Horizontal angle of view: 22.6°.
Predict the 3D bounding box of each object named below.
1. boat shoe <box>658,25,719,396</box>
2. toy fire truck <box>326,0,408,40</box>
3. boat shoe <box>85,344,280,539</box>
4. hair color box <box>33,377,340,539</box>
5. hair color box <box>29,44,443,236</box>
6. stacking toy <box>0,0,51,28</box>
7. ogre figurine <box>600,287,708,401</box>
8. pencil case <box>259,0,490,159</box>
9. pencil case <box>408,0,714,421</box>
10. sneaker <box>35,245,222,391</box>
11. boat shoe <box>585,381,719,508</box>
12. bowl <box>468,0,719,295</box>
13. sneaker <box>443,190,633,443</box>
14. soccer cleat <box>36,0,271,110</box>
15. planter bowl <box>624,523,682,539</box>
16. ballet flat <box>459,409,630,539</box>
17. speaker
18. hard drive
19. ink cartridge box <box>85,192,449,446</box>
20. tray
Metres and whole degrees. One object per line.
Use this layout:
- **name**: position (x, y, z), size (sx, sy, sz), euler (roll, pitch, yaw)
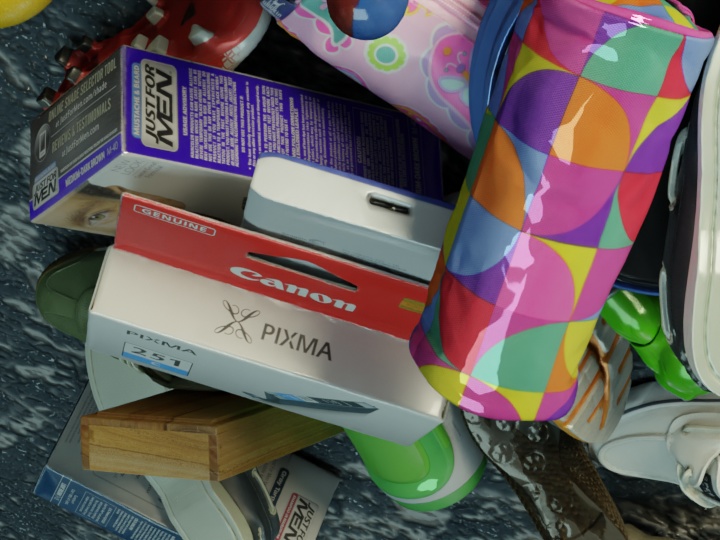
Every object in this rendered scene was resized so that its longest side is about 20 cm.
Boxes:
- **boat shoe**: position (0.167, -0.047, 0.780), size (0.075, 0.202, 0.060), euler (12, -174, -12)
- **toy fire truck**: position (0.031, -0.183, 0.726), size (0.111, 0.169, 0.200), euler (26, 144, -5)
- **boat shoe**: position (-0.120, 0.110, 1.248), size (0.075, 0.062, 0.201), euler (-36, 86, 37)
- **hair color box**: position (-0.125, 0.156, 1.307), size (0.199, 0.101, 0.061), euler (28, 148, -5)
- **hair color box**: position (-0.065, -0.053, 0.961), size (0.198, 0.066, 0.109), euler (11, 157, -33)
- **stacking toy**: position (-0.202, -0.174, 0.938), size (0.197, 0.147, 0.147), euler (-2, 141, 2)
- **ogre figurine**: position (0.205, 0.009, 0.945), size (0.198, 0.098, 0.121), euler (-21, 111, 21)
- **pencil case**: position (0.053, -0.108, 0.881), size (0.199, 0.088, 0.087), euler (33, 143, -14)
- **pencil case**: position (0.084, -0.031, 0.778), size (0.088, 0.088, 0.202), euler (20, 114, 4)
- **sneaker**: position (-0.128, 0.033, 1.146), size (0.198, 0.090, 0.068), euler (9, 111, 14)
- **boat shoe**: position (0.220, 0.111, 1.085), size (0.198, 0.066, 0.072), euler (-4, 137, 34)
- **bowl**: position (0.148, -0.078, 0.825), size (0.198, 0.039, 0.203), euler (2, 117, 3)
- **sneaker**: position (0.088, 0.027, 1.056), size (0.077, 0.079, 0.200), euler (-4, 134, 52)
- **soccer cleat**: position (-0.099, -0.107, 0.991), size (0.085, 0.069, 0.199), euler (34, 147, -30)
- **planter bowl**: position (0.188, 0.258, 1.208), size (0.135, 0.200, 0.201), euler (42, 149, 19)
- **ballet flat**: position (0.115, 0.112, 1.133), size (0.067, 0.046, 0.201), euler (-28, 106, 9)
- **speaker**: position (0.014, 0.063, 1.124), size (0.088, 0.089, 0.201), euler (0, 138, 29)
- **hard drive**: position (0.000, 0.000, 0.933), size (0.131, 0.026, 0.200), euler (16, 162, -3)
- **ink cartridge box**: position (-0.044, 0.032, 0.951), size (0.198, 0.045, 0.176), euler (17, 163, -5)
- **tray**: position (-0.079, 0.093, 1.142), size (0.098, 0.199, 0.038), euler (2, 96, 27)
